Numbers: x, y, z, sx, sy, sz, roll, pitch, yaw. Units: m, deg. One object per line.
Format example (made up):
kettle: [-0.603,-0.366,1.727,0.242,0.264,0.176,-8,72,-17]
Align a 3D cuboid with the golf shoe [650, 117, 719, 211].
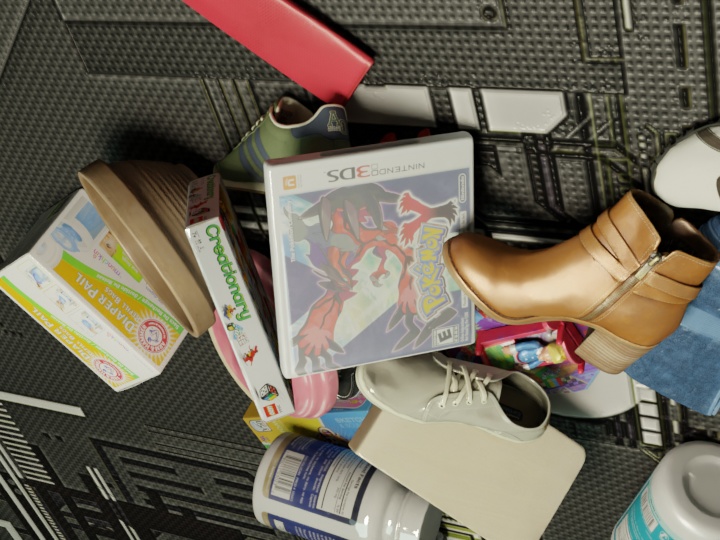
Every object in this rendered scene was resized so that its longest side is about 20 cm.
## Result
golf shoe: [0.302,-0.062,0.893,0.199,0.095,0.078,-4,132,38]

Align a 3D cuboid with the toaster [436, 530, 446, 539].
toaster: [0.023,0.347,1.482,0.129,0.114,0.200,22,178,17]

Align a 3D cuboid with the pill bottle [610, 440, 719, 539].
pill bottle: [0.322,0.266,1.224,0.110,0.111,0.200,24,142,8]

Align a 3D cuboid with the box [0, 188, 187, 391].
box: [-0.293,0.026,1.362,0.200,0.113,0.101,45,140,-20]

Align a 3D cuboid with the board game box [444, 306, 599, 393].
board game box: [0.163,0.072,1.141,0.157,0.039,0.200,16,140,-4]

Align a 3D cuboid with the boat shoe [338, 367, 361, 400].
boat shoe: [-0.031,0.081,1.287,0.070,0.066,0.201,17,140,17]

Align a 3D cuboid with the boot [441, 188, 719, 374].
boot: [0.179,-0.009,0.991,0.200,0.077,0.156,34,135,4]

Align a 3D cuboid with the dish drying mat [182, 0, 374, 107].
dish drying mat: [-0.083,-0.216,1.037,0.199,0.018,0.077,34,142,-5]

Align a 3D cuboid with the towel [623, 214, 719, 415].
towel: [0.300,0.042,1.034,0.111,0.049,0.200,25,140,1]

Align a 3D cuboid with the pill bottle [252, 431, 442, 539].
pill bottle: [-0.012,0.261,1.369,0.199,0.111,0.111,14,139,21]

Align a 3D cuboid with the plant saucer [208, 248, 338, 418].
plant saucer: [-0.103,0.075,1.278,0.200,0.051,0.201,39,147,32]

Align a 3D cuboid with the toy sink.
toy sink: [0.106,0.181,1.231,0.199,0.131,0.112,32,174,-2]

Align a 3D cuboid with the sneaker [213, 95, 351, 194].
sneaker: [-0.070,-0.114,1.108,0.200,0.067,0.090,11,100,54]

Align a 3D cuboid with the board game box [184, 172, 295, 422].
board game box: [-0.109,0.023,1.105,0.034,0.126,0.201,-19,113,1]

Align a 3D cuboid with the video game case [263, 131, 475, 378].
video game case: [0.013,-0.012,1.047,0.181,0.023,0.201,-10,116,-14]

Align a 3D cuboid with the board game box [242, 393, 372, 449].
board game box: [-0.023,0.207,1.440,0.199,0.040,0.153,-9,127,39]

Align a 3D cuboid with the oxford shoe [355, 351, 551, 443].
oxford shoe: [0.093,0.112,1.132,0.199,0.076,0.058,17,152,-13]

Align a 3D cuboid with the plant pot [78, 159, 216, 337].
plant pot: [-0.187,-0.039,1.207,0.201,0.093,0.201,50,166,17]

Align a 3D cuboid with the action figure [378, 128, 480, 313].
action figure: [0.074,-0.036,1.110,0.065,0.052,0.200,-6,131,31]
